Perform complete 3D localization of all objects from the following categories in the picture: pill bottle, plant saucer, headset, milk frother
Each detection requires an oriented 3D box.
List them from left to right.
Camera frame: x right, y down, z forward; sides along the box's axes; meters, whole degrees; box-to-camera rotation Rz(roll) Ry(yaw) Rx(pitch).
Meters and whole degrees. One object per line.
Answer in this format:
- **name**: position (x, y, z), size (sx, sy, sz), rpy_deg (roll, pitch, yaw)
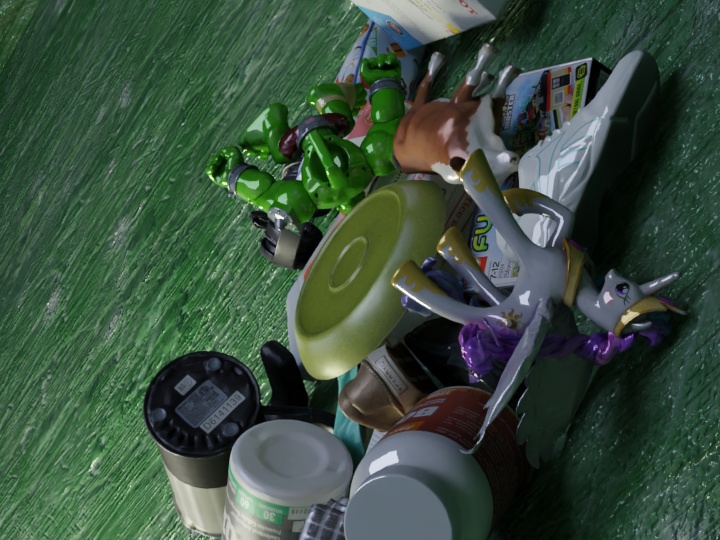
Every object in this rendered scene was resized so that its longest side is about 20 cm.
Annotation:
- **milk frother**: position (-0.100, 0.194, 1.958), size (0.201, 0.179, 0.189), rpy_deg (57, 168, 30)
- **pill bottle**: position (-0.072, 0.247, 1.791), size (0.113, 0.112, 0.202), rpy_deg (-105, 19, -56)
- **headset**: position (-0.079, -0.063, 2.133), size (0.200, 0.093, 0.125), rpy_deg (98, -171, -82)
- **plant saucer**: position (0.000, 0.000, 1.712), size (0.200, 0.031, 0.201), rpy_deg (-44, 25, 27)
- **pill bottle**: position (0.057, 0.166, 1.499), size (0.113, 0.112, 0.200), rpy_deg (-62, -10, 19)

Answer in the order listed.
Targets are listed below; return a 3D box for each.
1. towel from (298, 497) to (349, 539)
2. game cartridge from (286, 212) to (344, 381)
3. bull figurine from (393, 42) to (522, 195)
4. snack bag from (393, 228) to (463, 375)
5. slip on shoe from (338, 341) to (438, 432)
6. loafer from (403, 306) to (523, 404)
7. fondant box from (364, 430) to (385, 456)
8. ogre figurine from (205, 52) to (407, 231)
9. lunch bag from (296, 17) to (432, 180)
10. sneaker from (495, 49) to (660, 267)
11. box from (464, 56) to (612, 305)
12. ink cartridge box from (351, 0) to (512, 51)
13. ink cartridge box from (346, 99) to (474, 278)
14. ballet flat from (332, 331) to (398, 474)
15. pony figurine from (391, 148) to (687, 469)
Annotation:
- **towel**: position (0.007, 0.295, 1.566), size (0.164, 0.085, 0.202), rpy_deg (20, 90, 30)
- **game cartridge**: position (-0.020, 0.013, 2.031), size (0.201, 0.041, 0.134), rpy_deg (-57, 29, 32)
- **bull figurine**: position (0.085, -0.124, 1.665), size (0.122, 0.065, 0.200), rpy_deg (-64, 23, -6)
- **snack bag**: position (0.040, -0.005, 1.872), size (0.188, 0.021, 0.202), rpy_deg (3, 75, 55)
- **slip on shoe**: position (0.029, 0.107, 1.667), size (0.060, 0.076, 0.200), rpy_deg (-39, -9, 5)
- **loafer**: position (0.099, 0.066, 1.675), size (0.072, 0.073, 0.200), rpy_deg (-49, 21, -10)
- **fondant box**: position (0.030, 0.241, 1.688), size (0.144, 0.058, 0.202), rpy_deg (22, 93, 68)
- **ogre figurine**: position (-0.037, -0.109, 1.799), size (0.099, 0.198, 0.120), rpy_deg (88, 160, -50)
- **lunch bag**: position (0.004, -0.171, 2.030), size (0.161, 0.075, 0.201), rpy_deg (-56, 9, 47)
- **sneaker**: position (0.170, -0.090, 1.561), size (0.080, 0.070, 0.202), rpy_deg (28, 89, 37)
- **box**: position (0.149, -0.074, 1.653), size (0.109, 0.035, 0.202), rpy_deg (-9, 62, 45)
- **ink cartridge box**: position (0.074, -0.325, 1.890), size (0.147, 0.146, 0.200), rpy_deg (-55, 18, -16)
- **ink cartridge box**: position (0.052, -0.078, 1.816), size (0.117, 0.067, 0.200), rpy_deg (-60, 35, 10)
- **ballet flat**: position (0.011, 0.101, 1.814), size (0.070, 0.067, 0.202), rpy_deg (-2, 84, 31)
- **pony figurine**: position (0.124, 0.037, 1.474), size (0.199, 0.166, 0.194), rpy_deg (38, 102, 22)
